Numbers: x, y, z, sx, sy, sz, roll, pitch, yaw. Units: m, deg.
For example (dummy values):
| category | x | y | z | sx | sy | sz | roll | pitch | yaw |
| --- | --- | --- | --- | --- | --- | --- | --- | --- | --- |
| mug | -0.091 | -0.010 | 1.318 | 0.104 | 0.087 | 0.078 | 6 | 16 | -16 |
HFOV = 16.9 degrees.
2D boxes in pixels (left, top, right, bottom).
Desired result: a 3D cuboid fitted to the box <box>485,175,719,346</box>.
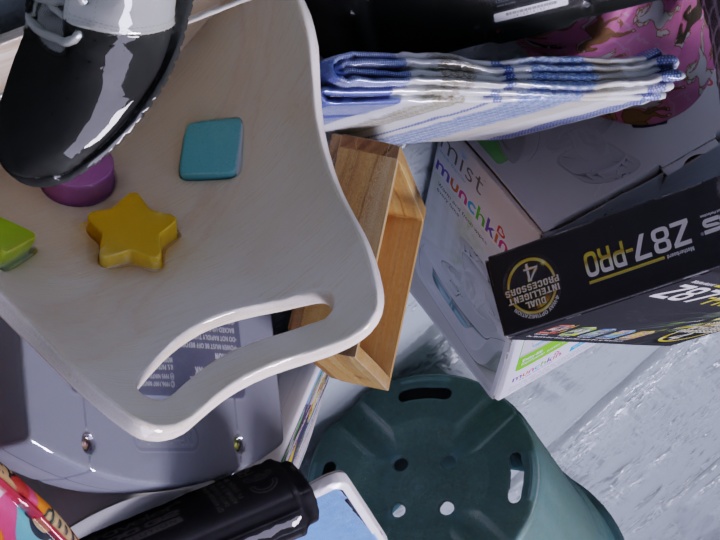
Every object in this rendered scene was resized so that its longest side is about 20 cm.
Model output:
| category | x | y | z | sx | sy | sz | roll | pitch | yaw |
| --- | --- | --- | --- | --- | --- | --- | --- | --- | --- |
| box | 0.181 | -0.005 | 1.234 | 0.161 | 0.049 | 0.200 | -21 | 166 | 29 |

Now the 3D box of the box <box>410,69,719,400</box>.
| category | x | y | z | sx | sy | sz | roll | pitch | yaw |
| --- | --- | --- | --- | --- | --- | --- | --- | --- | --- |
| box | 0.140 | -0.045 | 1.354 | 0.200 | 0.097 | 0.177 | -29 | 154 | -21 |

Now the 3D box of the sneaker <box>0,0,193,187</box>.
| category | x | y | z | sx | sy | sz | roll | pitch | yaw |
| --- | --- | --- | --- | --- | --- | --- | --- | --- | --- |
| sneaker | -0.097 | -0.130 | 0.879 | 0.088 | 0.074 | 0.200 | 26 | 91 | -49 |

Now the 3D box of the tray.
| category | x | y | z | sx | sy | sz | roll | pitch | yaw |
| --- | --- | --- | --- | --- | --- | --- | --- | --- | --- |
| tray | 0.000 | 0.000 | 1.185 | 0.200 | 0.037 | 0.099 | 52 | 50 | -81 |

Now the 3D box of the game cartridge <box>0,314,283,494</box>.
| category | x | y | z | sx | sy | sz | roll | pitch | yaw |
| --- | --- | --- | --- | --- | --- | --- | --- | --- | --- |
| game cartridge | -0.105 | 0.035 | 1.106 | 0.041 | 0.133 | 0.200 | -15 | 168 | 29 |

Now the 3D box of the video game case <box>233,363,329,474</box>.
| category | x | y | z | sx | sy | sz | roll | pitch | yaw |
| --- | --- | --- | --- | --- | --- | --- | --- | --- | --- |
| video game case | -0.054 | 0.117 | 1.320 | 0.182 | 0.023 | 0.200 | 107 | 5 | -52 |

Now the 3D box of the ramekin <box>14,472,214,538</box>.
| category | x | y | z | sx | sy | sz | roll | pitch | yaw |
| --- | --- | --- | --- | --- | --- | --- | --- | --- | --- |
| ramekin | -0.166 | 0.121 | 1.197 | 0.200 | 0.105 | 0.200 | -32 | 156 | -16 |

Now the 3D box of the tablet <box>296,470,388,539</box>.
| category | x | y | z | sx | sy | sz | roll | pitch | yaw |
| --- | --- | --- | --- | --- | --- | --- | --- | --- | --- |
| tablet | -0.083 | 0.166 | 1.199 | 0.200 | 0.014 | 0.130 | -26 | 151 | 1 |

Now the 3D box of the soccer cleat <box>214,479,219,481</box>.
| category | x | y | z | sx | sy | sz | roll | pitch | yaw |
| --- | --- | --- | --- | --- | --- | --- | --- | --- | --- |
| soccer cleat | -0.110 | 0.144 | 1.325 | 0.200 | 0.085 | 0.069 | -41 | 158 | -22 |

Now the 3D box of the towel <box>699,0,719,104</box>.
| category | x | y | z | sx | sy | sz | roll | pitch | yaw |
| --- | --- | --- | --- | --- | --- | --- | --- | --- | --- |
| towel | 0.205 | -0.168 | 1.121 | 0.085 | 0.200 | 0.166 | 4 | 146 | -6 |

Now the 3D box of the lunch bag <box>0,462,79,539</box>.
| category | x | y | z | sx | sy | sz | roll | pitch | yaw |
| --- | --- | --- | --- | --- | --- | --- | --- | --- | --- |
| lunch bag | -0.202 | 0.078 | 0.994 | 0.082 | 0.176 | 0.200 | -44 | 137 | -9 |

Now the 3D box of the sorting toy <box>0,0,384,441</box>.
| category | x | y | z | sx | sy | sz | roll | pitch | yaw |
| --- | --- | --- | --- | --- | --- | --- | --- | --- | --- |
| sorting toy | -0.087 | -0.021 | 0.964 | 0.200 | 0.180 | 0.107 | -25 | 153 | -28 |

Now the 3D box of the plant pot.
| category | x | y | z | sx | sy | sz | roll | pitch | yaw |
| --- | --- | --- | --- | --- | --- | --- | --- | --- | --- |
| plant pot | 0.060 | 0.173 | 1.530 | 0.200 | 0.200 | 0.196 | -37 | 149 | -5 |

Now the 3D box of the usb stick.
| category | x | y | z | sx | sy | sz | roll | pitch | yaw |
| --- | --- | --- | --- | --- | --- | --- | --- | --- | --- |
| usb stick | -0.115 | 0.137 | 1.093 | 0.200 | 0.055 | 0.033 | -23 | 110 | -12 |

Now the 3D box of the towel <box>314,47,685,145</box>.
| category | x | y | z | sx | sy | sz | roll | pitch | yaw |
| --- | --- | --- | --- | --- | --- | --- | --- | --- | --- |
| towel | 0.029 | -0.078 | 1.105 | 0.200 | 0.024 | 0.147 | -4 | 175 | -33 |

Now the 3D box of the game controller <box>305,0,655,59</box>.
| category | x | y | z | sx | sy | sz | roll | pitch | yaw |
| --- | --- | --- | --- | --- | --- | --- | --- | --- | --- |
| game controller | 0.068 | -0.146 | 1.048 | 0.200 | 0.042 | 0.104 | -14 | 140 | -1 |

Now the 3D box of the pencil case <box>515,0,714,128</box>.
| category | x | y | z | sx | sy | sz | roll | pitch | yaw |
| --- | --- | --- | --- | --- | --- | --- | --- | --- | --- |
| pencil case | 0.112 | -0.130 | 1.185 | 0.200 | 0.083 | 0.087 | 28 | 82 | -65 |
